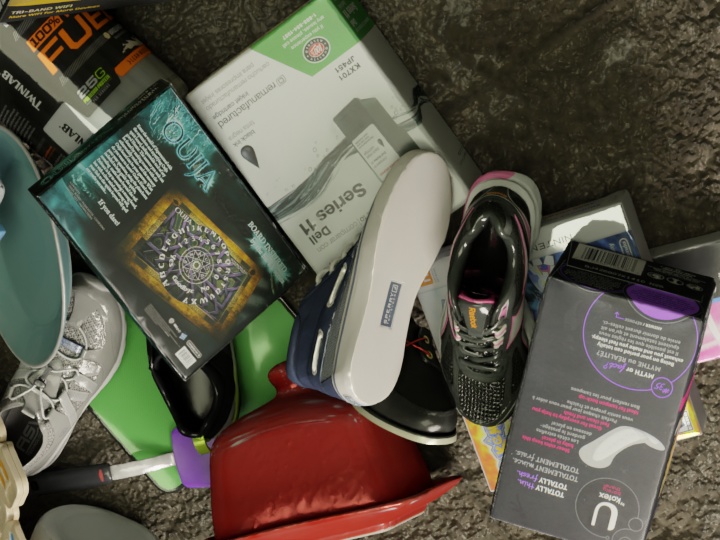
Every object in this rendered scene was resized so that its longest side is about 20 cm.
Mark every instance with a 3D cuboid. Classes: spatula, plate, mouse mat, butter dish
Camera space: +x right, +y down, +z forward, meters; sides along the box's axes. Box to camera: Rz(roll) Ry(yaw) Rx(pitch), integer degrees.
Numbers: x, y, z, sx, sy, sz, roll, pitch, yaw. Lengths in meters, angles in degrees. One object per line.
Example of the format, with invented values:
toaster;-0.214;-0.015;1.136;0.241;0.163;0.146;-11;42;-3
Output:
spatula;-0.195;0.168;1.815;0.199;0.021;0.057;-10;96;14
plate;-0.270;-0.021;1.721;0.026;0.200;0.201;-13;106;-29
mouse mat;-0.143;0.076;1.796;0.200;0.008;0.161;-39;95;16
butter dish;-0.039;0.143;1.712;0.199;0.199;0.148;-14;87;15

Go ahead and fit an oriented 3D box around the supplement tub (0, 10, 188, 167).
supplement tub;-0.245;-0.164;1.690;0.200;0.123;0.123;41;107;-4

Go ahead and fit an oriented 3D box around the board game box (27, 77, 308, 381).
board game box;-0.145;-0.030;1.654;0.135;0.028;0.200;-41;118;-10

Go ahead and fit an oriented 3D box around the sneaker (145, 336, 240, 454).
sneaker;-0.141;0.048;1.737;0.072;0.083;0.201;-16;94;13

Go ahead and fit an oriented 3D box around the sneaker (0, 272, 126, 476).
sneaker;-0.253;0.097;1.774;0.075;0.082;0.200;25;111;5

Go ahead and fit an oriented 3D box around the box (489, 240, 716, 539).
box;0.183;0.096;1.611;0.122;0.106;0.201;16;109;10

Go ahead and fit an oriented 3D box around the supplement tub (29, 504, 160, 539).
supplement tub;-0.246;0.311;1.815;0.122;0.123;0.200;23;106;3

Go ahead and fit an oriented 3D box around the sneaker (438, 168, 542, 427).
sneaker;0.090;0.028;1.623;0.080;0.086;0.201;4;110;15

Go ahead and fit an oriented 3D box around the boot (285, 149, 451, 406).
boot;0.000;0.000;1.634;0.090;0.073;0.201;11;79;48

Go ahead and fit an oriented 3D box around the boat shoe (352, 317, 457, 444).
boat shoe;0.023;0.070;1.674;0.073;0.201;0.063;6;114;-26

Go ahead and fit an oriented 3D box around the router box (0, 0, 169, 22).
router box;-0.166;-0.248;1.592;0.199;0.157;0.052;-11;78;-23

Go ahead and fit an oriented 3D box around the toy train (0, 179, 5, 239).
toy train;-0.352;-0.096;1.712;0.114;0.087;0.200;-51;60;29

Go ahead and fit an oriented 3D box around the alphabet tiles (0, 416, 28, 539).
alphabet tiles;-0.317;0.189;1.778;0.196;0.015;0.200;61;146;24

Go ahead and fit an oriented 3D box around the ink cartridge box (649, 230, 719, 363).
ink cartridge box;0.207;0.039;1.715;0.199;0.037;0.095;-14;102;15

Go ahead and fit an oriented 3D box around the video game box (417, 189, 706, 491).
video game box;0.155;0.057;1.687;0.182;0.047;0.201;-17;101;20

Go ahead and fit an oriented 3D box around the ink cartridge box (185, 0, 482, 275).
ink cartridge box;-0.018;-0.104;1.688;0.146;0.083;0.200;-35;98;16
